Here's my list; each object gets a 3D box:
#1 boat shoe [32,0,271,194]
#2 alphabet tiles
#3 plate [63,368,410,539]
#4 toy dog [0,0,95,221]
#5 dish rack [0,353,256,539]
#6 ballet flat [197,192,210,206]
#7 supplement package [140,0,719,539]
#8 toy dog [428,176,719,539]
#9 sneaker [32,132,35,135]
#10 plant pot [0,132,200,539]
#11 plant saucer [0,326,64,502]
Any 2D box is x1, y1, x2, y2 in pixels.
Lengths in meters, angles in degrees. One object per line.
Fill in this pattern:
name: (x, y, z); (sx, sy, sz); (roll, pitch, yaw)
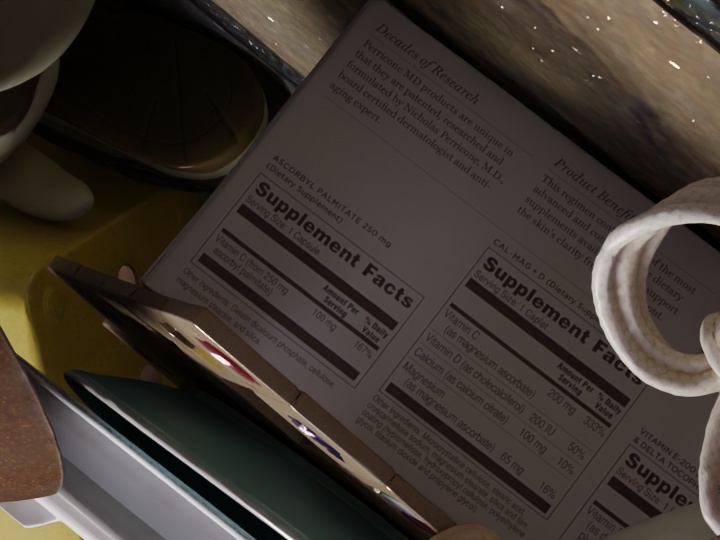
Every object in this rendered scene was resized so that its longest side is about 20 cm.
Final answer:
boat shoe: (-0.113, -0.079, 0.877); (0.200, 0.072, 0.066); (28, 163, 30)
alphabet tiles: (-0.015, 0.055, 0.648); (0.167, 0.008, 0.200); (41, 171, -19)
plate: (-0.008, 0.087, 0.676); (0.200, 0.026, 0.200); (37, 170, 8)
toy dog: (-0.156, -0.092, 0.732); (0.194, 0.139, 0.200); (57, 158, -6)
dish rack: (-0.033, 0.110, 0.676); (0.200, 0.044, 0.172); (34, 171, 33)
ballet flat: (0.000, 0.000, 0.921); (0.200, 0.068, 0.062); (36, 144, -10)
supplement package: (0.049, 0.036, 0.674); (0.200, 0.111, 0.156); (38, 171, 6)
toy dog: (0.080, 0.089, 0.499); (0.132, 0.200, 0.096); (25, -143, -8)
sneaker: (-0.098, -0.050, 0.985); (0.200, 0.084, 0.077); (63, 173, -30)
plant pot: (-0.158, 0.048, 0.879); (0.176, 0.200, 0.201); (-4, 107, 26)
plant saucer: (-0.156, -0.009, 0.588); (0.200, 0.034, 0.200); (43, 160, 20)
